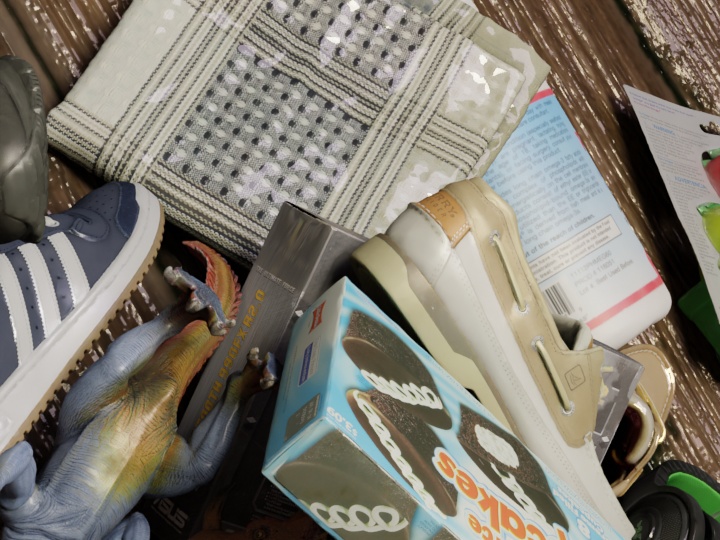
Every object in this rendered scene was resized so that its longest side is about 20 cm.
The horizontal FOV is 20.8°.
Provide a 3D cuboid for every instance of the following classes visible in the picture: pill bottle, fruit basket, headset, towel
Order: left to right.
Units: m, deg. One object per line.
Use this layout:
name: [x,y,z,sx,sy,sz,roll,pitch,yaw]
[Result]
towel: [-0.025,-0.088,0.960,0.192,0.035,0.201,32,60,3]
pill bottle: [0.073,-0.039,1.052,0.109,0.108,0.201,-27,87,-49]
headset: [0.172,0.184,1.060,0.124,0.094,0.200,50,26,-3]
fruit basket: [0.255,-0.018,1.254,0.184,0.094,0.201,12,43,-40]

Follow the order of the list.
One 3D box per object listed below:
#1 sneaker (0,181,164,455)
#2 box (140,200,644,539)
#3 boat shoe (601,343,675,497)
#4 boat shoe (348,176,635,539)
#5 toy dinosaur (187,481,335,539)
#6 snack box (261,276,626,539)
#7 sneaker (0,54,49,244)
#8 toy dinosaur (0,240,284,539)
sneaker: [-0.163,0.002,0.823,0.109,0.070,0.200,46,45,-16]
box: [0.018,0.078,0.903,0.199,0.048,0.159,22,93,-34]
boat shoe: [0.129,0.090,1.057,0.074,0.069,0.200,55,41,-3]
boat shoe: [0.075,0.049,0.854,0.068,0.075,0.200,-39,120,-8]
toy dinosaur: [0.027,0.134,0.838,0.199,0.086,0.136,4,47,-57]
snack box: [0.049,0.102,0.768,0.200,0.037,0.116,43,21,-16]
sneaker: [-0.187,-0.055,0.778,0.090,0.200,0.077,-11,113,-32]
toy dinosaur: [-0.101,0.097,0.793,0.105,0.182,0.200,43,8,-6]
